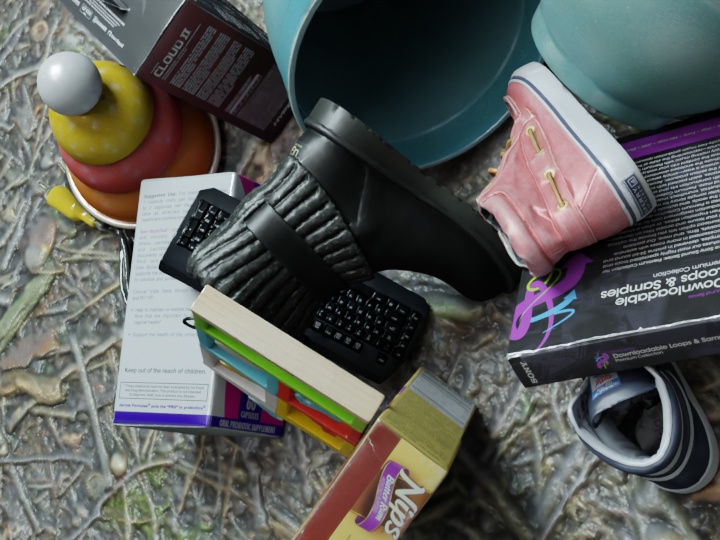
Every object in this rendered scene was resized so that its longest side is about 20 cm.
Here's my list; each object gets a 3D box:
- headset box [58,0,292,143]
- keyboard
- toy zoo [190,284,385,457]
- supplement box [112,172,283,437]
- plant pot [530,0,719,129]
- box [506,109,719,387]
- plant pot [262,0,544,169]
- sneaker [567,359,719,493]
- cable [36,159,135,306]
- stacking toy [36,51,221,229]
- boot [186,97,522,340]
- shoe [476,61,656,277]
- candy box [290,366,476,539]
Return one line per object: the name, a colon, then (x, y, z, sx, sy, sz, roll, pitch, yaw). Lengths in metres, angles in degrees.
headset box: (-0.152, -0.200, 0.945, 0.149, 0.200, 0.075, 44, 102, 31)
keyboard: (-0.052, 0.020, 0.854, 0.199, 0.040, 0.104, 27, 77, -1)
toy zoo: (-0.052, 0.077, 0.784, 0.131, 0.200, 0.020, 32, 74, 5)
supplement box: (-0.122, 0.031, 0.932, 0.103, 0.101, 0.201, -3, 77, 31)
plant pot: (0.196, -0.178, 0.743, 0.134, 0.200, 0.201, -52, 55, 39)
box: (0.176, -0.018, 0.735, 0.143, 0.036, 0.200, -14, 36, 29)
plant pot: (0.014, -0.209, 0.859, 0.200, 0.200, 0.188, -43, 45, 16)
sneaker: (0.158, 0.051, 0.747, 0.070, 0.108, 0.200, -38, 62, 19)
cable: (-0.218, -0.046, 1.060, 0.097, 0.050, 0.200, -40, 72, -1)
stacking toy: (-0.207, -0.126, 0.949, 0.145, 0.200, 0.147, -2, 76, 8)
boot: (-0.001, -0.001, 0.803, 0.158, 0.211, 0.079, -55, 20, -3)
shoe: (0.113, -0.070, 0.760, 0.091, 0.072, 0.200, -33, 30, 6)
candy box: (0.016, 0.139, 0.762, 0.056, 0.200, 0.117, 36, 99, 7)
